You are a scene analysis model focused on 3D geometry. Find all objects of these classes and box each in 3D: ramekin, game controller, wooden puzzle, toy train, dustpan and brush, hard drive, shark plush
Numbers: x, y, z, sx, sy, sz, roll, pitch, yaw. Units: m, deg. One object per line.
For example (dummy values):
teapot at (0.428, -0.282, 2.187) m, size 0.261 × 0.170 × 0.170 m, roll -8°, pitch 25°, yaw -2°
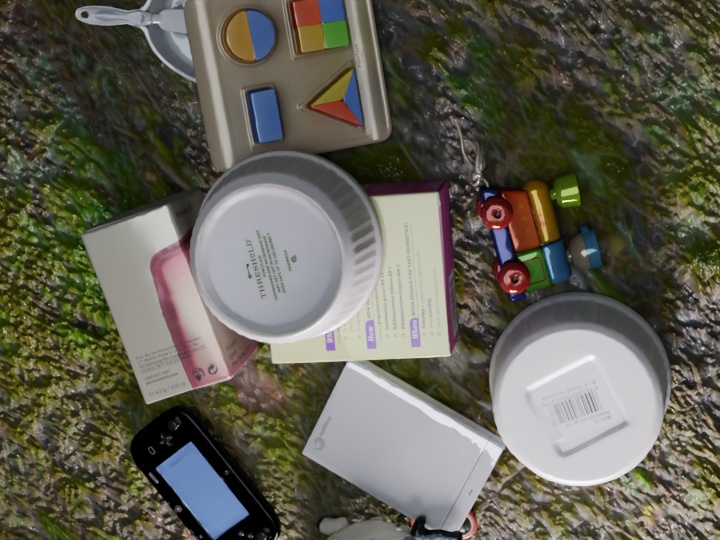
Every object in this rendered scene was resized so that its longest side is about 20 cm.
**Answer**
ramekin at (0.233, 0.131, 1.445) m, size 0.198 × 0.098 × 0.202 m, roll 2°, pitch 102°, yaw 10°
ramekin at (-0.081, -0.018, 1.372) m, size 0.200 × 0.094 × 0.204 m, roll 2°, pitch 102°, yaw 10°
game controller at (-0.182, 0.254, 1.578) m, size 0.104 × 0.042 × 0.200 m, roll -38°, pitch 93°, yaw 16°
wooden puzzle at (-0.075, -0.211, 1.428) m, size 0.198 × 0.046 × 0.187 m, roll -11°, pitch 101°, yaw -6°
toy train at (0.179, -0.079, 1.422) m, size 0.115 × 0.085 × 0.202 m, roll -15°, pitch 99°, yaw 3°
dustpan and brush at (-0.205, -0.270, 1.456) m, size 0.198 × 0.057 × 0.141 m, roll 6°, pitch 103°, yaw 9°
hard drive at (0.048, 0.199, 1.521) m, size 0.199 × 0.027 × 0.133 m, roll 29°, pitch 106°, yaw 9°
shark plush at (0.025, 0.319, 1.543) m, size 0.199 × 0.091 × 0.084 m, roll -25°, pitch 116°, yaw 14°

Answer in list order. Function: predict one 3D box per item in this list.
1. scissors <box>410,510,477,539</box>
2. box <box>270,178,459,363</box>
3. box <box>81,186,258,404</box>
scissors at (0.062, 0.237, 1.542) m, size 0.073 × 0.014 × 0.201 m, roll -30°, pitch 96°, yaw 15°
box at (0.000, 0.000, 1.460) m, size 0.198 × 0.097 × 0.178 m, roll -3°, pitch 101°, yaw 10°
box at (-0.205, 0.025, 1.487) m, size 0.108 × 0.128 × 0.202 m, roll -17°, pitch 99°, yaw 13°
